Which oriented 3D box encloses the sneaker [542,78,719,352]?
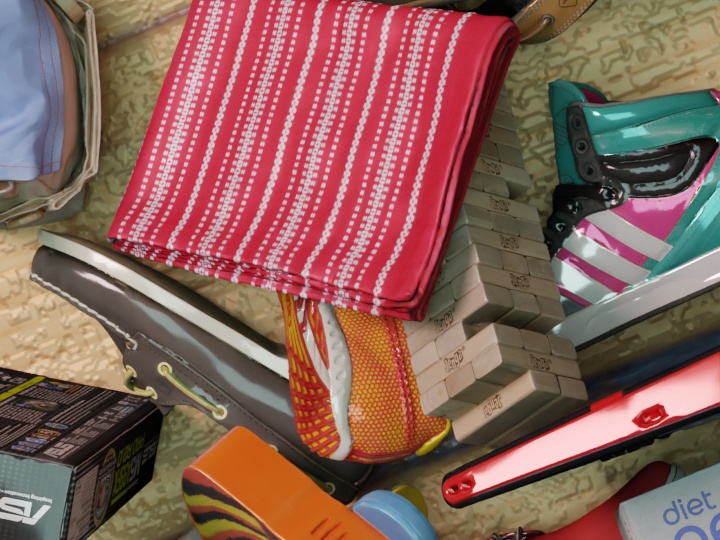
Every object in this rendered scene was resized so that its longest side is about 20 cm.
[{"bbox_3d":[0.105,-0.029,1.015,0.200,0.084,0.121,-26,88,11],"label":"sneaker"}]

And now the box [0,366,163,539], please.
[{"bbox_3d":[-0.189,0.080,0.997,0.160,0.200,0.044,10,96,4],"label":"box"}]

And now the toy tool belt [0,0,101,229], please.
[{"bbox_3d":[-0.193,-0.113,1.021,0.125,0.123,0.200,-12,93,7],"label":"toy tool belt"}]

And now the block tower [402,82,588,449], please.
[{"bbox_3d":[0.046,-0.022,0.982,0.058,0.054,0.200,-37,54,36],"label":"block tower"}]

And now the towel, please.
[{"bbox_3d":[-0.026,-0.061,0.991,0.200,0.022,0.145,12,79,39],"label":"towel"}]

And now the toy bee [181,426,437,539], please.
[{"bbox_3d":[-0.002,0.162,0.968,0.131,0.200,0.109,-19,136,-24],"label":"toy bee"}]

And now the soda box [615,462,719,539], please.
[{"bbox_3d":[0.216,0.098,0.937,0.200,0.063,0.068,-21,77,0],"label":"soda box"}]

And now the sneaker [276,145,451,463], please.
[{"bbox_3d":[0.000,0.000,1.022,0.077,0.073,0.200,3,66,-22],"label":"sneaker"}]

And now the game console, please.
[{"bbox_3d":[0.143,0.061,0.947,0.177,0.200,0.031,-28,80,19],"label":"game console"}]

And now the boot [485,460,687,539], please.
[{"bbox_3d":[0.056,0.139,1.042,0.144,0.072,0.200,43,101,3],"label":"boot"}]

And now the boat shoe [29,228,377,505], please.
[{"bbox_3d":[-0.079,0.047,1.046,0.201,0.072,0.061,28,93,1],"label":"boat shoe"}]

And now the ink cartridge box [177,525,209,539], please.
[{"bbox_3d":[-0.112,0.224,1.043,0.200,0.068,0.115,-41,88,22],"label":"ink cartridge box"}]

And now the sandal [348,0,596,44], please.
[{"bbox_3d":[0.091,-0.138,1.022,0.200,0.082,0.055,-8,115,0],"label":"sandal"}]
